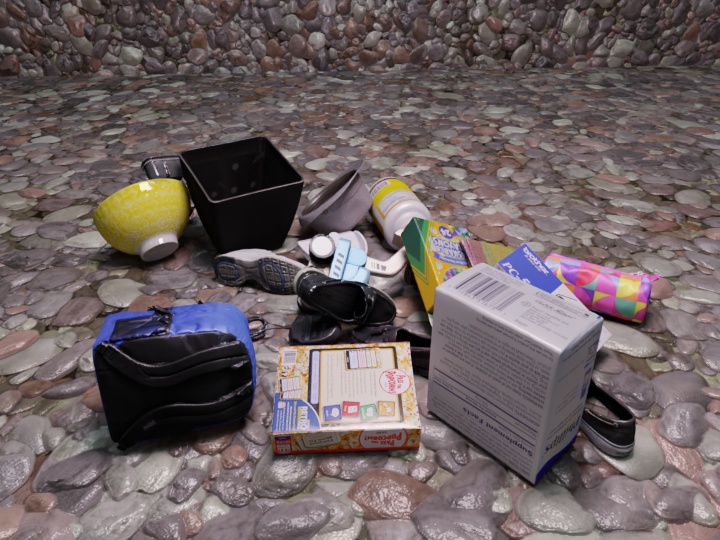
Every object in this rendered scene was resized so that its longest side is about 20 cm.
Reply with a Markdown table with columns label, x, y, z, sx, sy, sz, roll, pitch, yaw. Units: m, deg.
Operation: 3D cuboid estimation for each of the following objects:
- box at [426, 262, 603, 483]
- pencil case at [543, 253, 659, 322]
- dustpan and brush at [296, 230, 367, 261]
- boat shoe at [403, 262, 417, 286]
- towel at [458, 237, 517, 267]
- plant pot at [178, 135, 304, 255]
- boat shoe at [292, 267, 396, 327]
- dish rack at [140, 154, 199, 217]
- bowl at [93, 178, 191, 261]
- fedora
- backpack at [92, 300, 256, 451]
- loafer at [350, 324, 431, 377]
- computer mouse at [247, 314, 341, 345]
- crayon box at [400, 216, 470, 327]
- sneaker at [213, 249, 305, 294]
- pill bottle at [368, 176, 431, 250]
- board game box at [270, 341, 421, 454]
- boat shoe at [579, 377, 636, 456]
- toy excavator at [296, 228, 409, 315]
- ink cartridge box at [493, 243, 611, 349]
| label | x | y | z | sx | sy | sz | roll | pitch | yaw |
| --- | --- | --- | --- | --- | --- | --- | --- | --- | --- |
| box | 0.189 | 0.125 | 0.747 | 0.103 | 0.205 | 0.182 | -23 | 37 | -37 |
| pencil case | 0.415 | 0.026 | 1.030 | 0.195 | 0.091 | 0.088 | 13 | 32 | 23 |
| dustpan and brush | -0.029 | -0.018 | 1.127 | 0.136 | 0.058 | 0.202 | -12 | 52 | -24 |
| boat shoe | 0.177 | -0.006 | 1.097 | 0.195 | 0.076 | 0.073 | -14 | 32 | -19 |
| towel | 0.245 | 0.029 | 0.976 | 0.140 | 0.023 | 0.204 | 11 | 47 | -29 |
| plant pot | -0.247 | -0.140 | 1.204 | 0.195 | 0.181 | 0.201 | -18 | 46 | -28 |
| boat shoe | -0.014 | 0.053 | 0.938 | 0.196 | 0.076 | 0.066 | 27 | 5 | -29 |
| dish rack | -0.415 | -0.170 | 1.270 | 0.151 | 0.200 | 0.056 | -13 | 68 | -39 |
| bowl | -0.427 | -0.086 | 1.182 | 0.197 | 0.200 | 0.110 | -21 | 77 | -31 |
| fedora | -0.041 | -0.140 | 1.258 | 0.198 | 0.091 | 0.178 | -37 | 18 | 14 |
| backpack | -0.243 | 0.120 | 0.803 | 0.194 | 0.167 | 0.169 | -6 | 27 | -8 |
| loafer | 0.074 | 0.113 | 0.906 | 0.195 | 0.065 | 0.072 | 15 | 34 | 24 |
| computer mouse | -0.126 | 0.105 | 0.964 | 0.194 | 0.035 | 0.060 | -1 | 47 | 10 |
| crayon box | 0.154 | 0.008 | 0.985 | 0.123 | 0.052 | 0.204 | 9 | 48 | -31 |
| sneaker | -0.184 | -0.012 | 1.116 | 0.194 | 0.077 | 0.087 | 10 | 27 | 17 |
| pill bottle | 0.086 | -0.117 | 1.247 | 0.106 | 0.112 | 0.201 | -8 | 31 | -13 |
| board game box | -0.021 | 0.172 | 0.804 | 0.193 | 0.047 | 0.154 | -1 | 40 | -1 |
| boat shoe | 0.307 | 0.170 | 0.814 | 0.067 | 0.058 | 0.200 | -14 | 33 | -22 |
| toy excavator | 0.000 | 0.000 | 1.031 | 0.194 | 0.101 | 0.199 | 16 | 61 | -1 |
| ink cartridge box | 0.299 | 0.057 | 0.927 | 0.093 | 0.045 | 0.201 | -27 | 69 | -39 |
